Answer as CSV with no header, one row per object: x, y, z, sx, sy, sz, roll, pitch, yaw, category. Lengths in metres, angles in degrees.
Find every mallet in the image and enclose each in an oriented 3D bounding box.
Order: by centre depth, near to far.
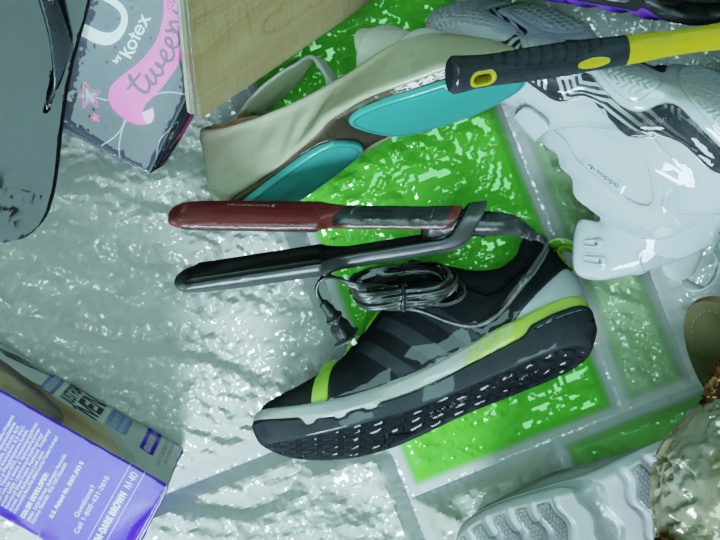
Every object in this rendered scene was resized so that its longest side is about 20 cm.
0.138,-0.117,1.079,0.199,0.041,0.066,-4,129,-23,mallet

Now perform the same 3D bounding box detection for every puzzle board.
-0.022,-0.184,1.092,0.017,0.200,0.151,28,140,30,puzzle board

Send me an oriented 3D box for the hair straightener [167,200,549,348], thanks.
0.000,0.000,1.161,0.199,0.041,0.077,-2,107,-1,hair straightener

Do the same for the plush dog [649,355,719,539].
0.228,0.119,1.103,0.171,0.161,0.201,19,68,-1,plush dog

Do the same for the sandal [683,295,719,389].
0.257,0.079,1.202,0.070,0.078,0.212,-44,103,-27,sandal

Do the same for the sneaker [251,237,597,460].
0.032,0.039,1.197,0.199,0.072,0.083,-20,70,2,sneaker

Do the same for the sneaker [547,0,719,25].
0.124,-0.167,1.132,0.199,0.100,0.070,6,99,-13,sneaker

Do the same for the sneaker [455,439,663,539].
0.144,0.121,1.185,0.199,0.082,0.075,-11,100,1,sneaker

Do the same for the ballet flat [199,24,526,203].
-0.004,-0.090,1.150,0.199,0.069,0.070,-25,96,28,ballet flat

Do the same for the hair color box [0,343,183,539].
-0.196,0.079,1.167,0.199,0.109,0.065,29,95,-3,hair color box

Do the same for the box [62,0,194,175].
-0.115,-0.167,1.139,0.132,0.115,0.201,27,95,-3,box

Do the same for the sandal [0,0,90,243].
-0.168,-0.112,1.066,0.076,0.043,0.201,1,98,0,sandal

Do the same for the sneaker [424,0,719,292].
0.115,-0.065,1.166,0.199,0.075,0.115,22,116,17,sneaker
